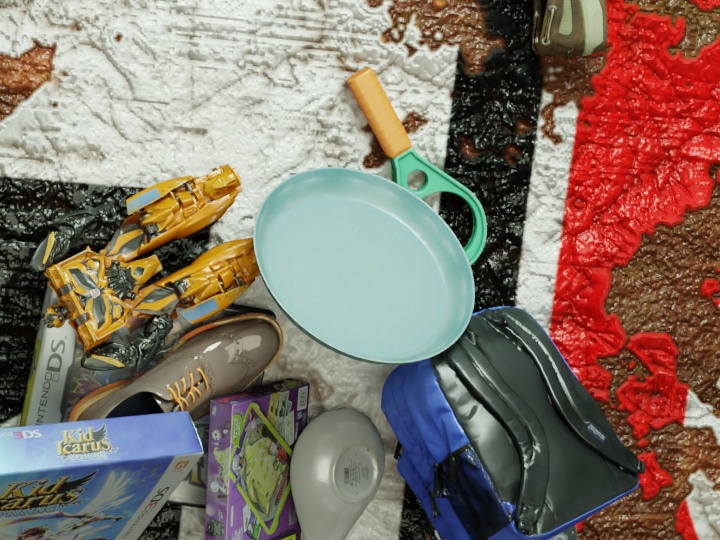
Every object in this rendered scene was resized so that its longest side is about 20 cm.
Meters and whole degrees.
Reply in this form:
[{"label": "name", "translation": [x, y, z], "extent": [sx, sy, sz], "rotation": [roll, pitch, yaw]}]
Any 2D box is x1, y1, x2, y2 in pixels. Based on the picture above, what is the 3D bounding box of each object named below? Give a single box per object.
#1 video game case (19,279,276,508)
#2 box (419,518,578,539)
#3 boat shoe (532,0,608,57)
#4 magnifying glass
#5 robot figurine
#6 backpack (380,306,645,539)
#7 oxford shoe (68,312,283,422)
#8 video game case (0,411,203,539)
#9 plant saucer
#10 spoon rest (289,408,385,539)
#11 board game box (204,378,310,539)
[{"label": "video game case", "translation": [-0.187, 0.107, 1.767], "extent": [0.199, 0.026, 0.181], "rotation": [10, 98, -15]}, {"label": "box", "translation": [0.141, 0.307, 1.880], "extent": [0.136, 0.038, 0.201], "rotation": [-15, 104, -11]}, {"label": "boat shoe", "translation": [0.165, -0.281, 1.756], "extent": [0.075, 0.075, 0.203], "rotation": [-10, 103, -6]}, {"label": "magnifying glass", "translation": [0.045, -0.086, 1.790], "extent": [0.079, 0.022, 0.200], "rotation": [-31, 106, -6]}, {"label": "robot figurine", "translation": [-0.175, -0.004, 1.712], "extent": [0.200, 0.058, 0.145], "rotation": [-28, 89, -18]}, {"label": "backpack", "translation": [0.107, 0.146, 1.766], "extent": [0.162, 0.168, 0.200], "rotation": [-20, 76, -43]}, {"label": "oxford shoe", "translation": [-0.149, 0.104, 1.724], "extent": [0.200, 0.073, 0.071], "rotation": [-32, 106, -7]}, {"label": "video game case", "translation": [-0.253, 0.188, 1.667], "extent": [0.199, 0.046, 0.181], "rotation": [-3, 145, -36]}, {"label": "plant saucer", "translation": [0.000, 0.000, 1.716], "extent": [0.199, 0.201, 0.027], "rotation": [16, 138, -16]}, {"label": "spoon rest", "translation": [-0.021, 0.222, 1.814], "extent": [0.099, 0.061, 0.201], "rotation": [-2, 93, -36]}, {"label": "board game box", "translation": [-0.091, 0.201, 1.770], "extent": [0.032, 0.120, 0.201], "rotation": [9, 100, 26]}]
